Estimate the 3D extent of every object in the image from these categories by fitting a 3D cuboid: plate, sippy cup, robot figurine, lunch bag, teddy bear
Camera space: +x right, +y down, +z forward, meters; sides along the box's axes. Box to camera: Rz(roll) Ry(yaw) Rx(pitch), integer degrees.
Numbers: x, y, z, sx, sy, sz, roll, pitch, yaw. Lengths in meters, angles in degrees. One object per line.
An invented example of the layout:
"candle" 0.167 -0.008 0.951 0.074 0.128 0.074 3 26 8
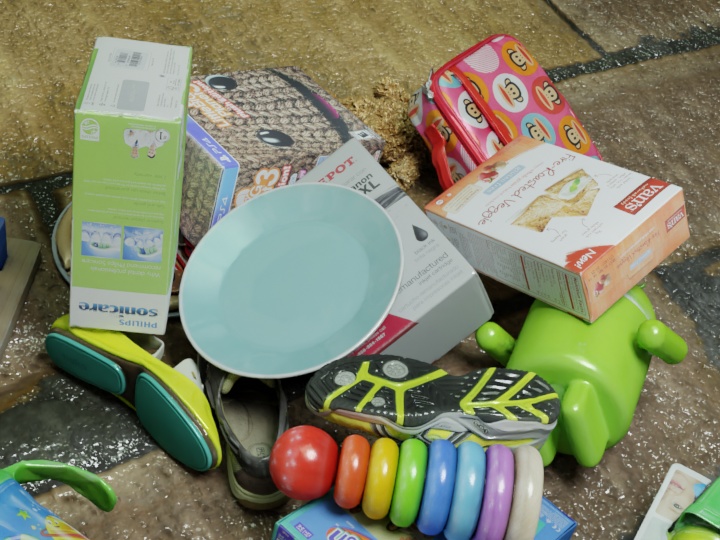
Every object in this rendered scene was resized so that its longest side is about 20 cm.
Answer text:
"plate" -0.057 0.010 1.049 0.198 0.026 0.202 -9 52 12
"sippy cup" -0.229 0.221 0.841 0.129 0.140 0.179 26 82 1
"robot figurine" 0.192 0.078 1.083 0.174 0.116 0.201 -5 35 31
"lunch bag" 0.141 -0.128 1.270 0.176 0.082 0.201 -35 88 -36
"teddy bear" 0.032 -0.150 1.330 0.198 0.067 0.146 20 45 10

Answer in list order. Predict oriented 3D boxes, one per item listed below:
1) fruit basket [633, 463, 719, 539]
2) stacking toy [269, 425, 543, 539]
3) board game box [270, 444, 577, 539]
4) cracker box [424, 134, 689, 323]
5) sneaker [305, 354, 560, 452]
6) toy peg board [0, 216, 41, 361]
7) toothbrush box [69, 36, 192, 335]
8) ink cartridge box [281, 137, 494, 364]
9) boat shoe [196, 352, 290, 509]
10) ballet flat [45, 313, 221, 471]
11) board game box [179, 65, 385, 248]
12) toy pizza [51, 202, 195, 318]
"fruit basket" 0.281 0.257 0.931 0.184 0.094 0.200 28 48 18
"stacking toy" 0.031 0.154 0.913 0.197 0.086 0.086 11 42 -1
"board game box" 0.050 0.207 0.952 0.152 0.045 0.199 37 40 25
"cracker box" 0.172 -0.044 1.106 0.134 0.058 0.199 -37 39 -23
"sneaker" 0.053 0.119 0.969 0.197 0.077 0.076 9 37 -1
"toy peg board" -0.395 0.004 1.052 0.197 0.098 0.201 9 43 -2
"toothbrush box" -0.191 -0.071 1.037 0.085 0.202 0.146 4 33 -6
"ink cartridge box" 0.000 0.000 1.110 0.145 0.084 0.200 -38 56 -4
"boat shoe" -0.092 0.102 1.035 0.072 0.065 0.201 -8 45 -18
"ballet flat" -0.175 0.088 1.034 0.199 0.067 0.067 31 43 23
"board game box" -0.106 -0.113 1.207 0.199 0.098 0.159 -14 44 -40
"toy pizza" -0.193 -0.034 1.183 0.198 0.032 0.201 6 43 -6
